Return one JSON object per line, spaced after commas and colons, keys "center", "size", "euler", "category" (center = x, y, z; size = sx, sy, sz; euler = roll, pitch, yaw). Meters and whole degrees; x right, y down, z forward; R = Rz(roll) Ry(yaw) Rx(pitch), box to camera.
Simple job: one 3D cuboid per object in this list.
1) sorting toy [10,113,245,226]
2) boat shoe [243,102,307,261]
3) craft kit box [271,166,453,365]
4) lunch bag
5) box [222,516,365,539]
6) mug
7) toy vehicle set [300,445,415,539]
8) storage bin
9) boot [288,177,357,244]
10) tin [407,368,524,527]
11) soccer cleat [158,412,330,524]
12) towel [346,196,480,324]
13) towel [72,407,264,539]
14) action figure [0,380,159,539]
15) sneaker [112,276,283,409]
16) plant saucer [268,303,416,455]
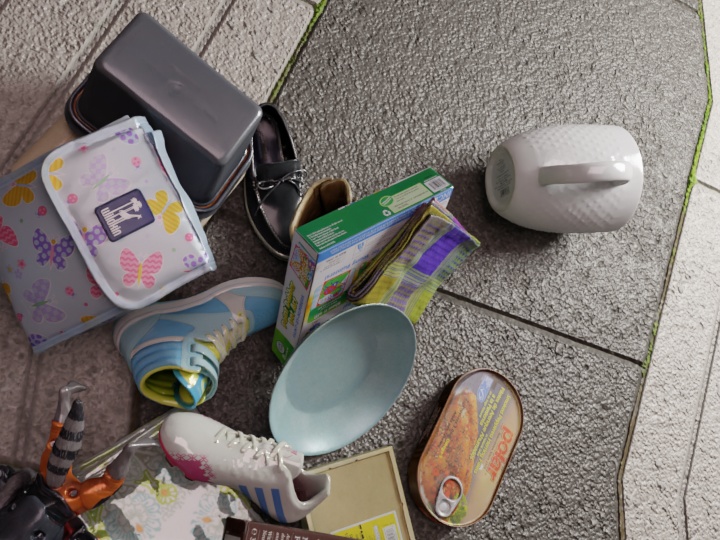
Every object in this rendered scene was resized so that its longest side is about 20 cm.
{"center": [-0.255, -0.115, 0.858], "size": [0.199, 0.036, 0.186], "euler": [39, 67, -7], "category": "sorting toy"}
{"center": [-0.104, -0.110, 0.926], "size": [0.074, 0.062, 0.203], "euler": [-9, 80, -26], "category": "boat shoe"}
{"center": [0.000, 0.000, 0.852], "size": [0.199, 0.199, 0.048], "euler": [-27, 57, -35], "category": "craft kit box"}
{"center": [-0.259, -0.038, 0.746], "size": [0.198, 0.127, 0.171], "euler": [-22, 98, 14], "category": "lunch bag"}
{"center": [-0.047, 0.322, 0.782], "size": [0.198, 0.075, 0.101], "euler": [18, 70, -24], "category": "box"}
{"center": [0.274, -0.124, 1.012], "size": [0.173, 0.200, 0.150], "euler": [-2, 93, -17], "category": "mug"}
{"center": [0.002, 0.316, 0.868], "size": [0.123, 0.026, 0.203], "euler": [-9, 79, -24], "category": "toy vehicle set"}
{"center": [-0.194, -0.174, 0.808], "size": [0.199, 0.134, 0.146], "euler": [39, 66, -13], "category": "storage bin"}
{"center": [-0.009, -0.059, 0.895], "size": [0.073, 0.156, 0.200], "euler": [36, 64, 22], "category": "boot"}
{"center": [0.132, 0.218, 0.945], "size": [0.111, 0.042, 0.201], "euler": [34, 65, -6], "category": "tin"}
{"center": [-0.111, 0.192, 0.780], "size": [0.200, 0.086, 0.070], "euler": [42, 28, -32], "category": "soccer cleat"}
{"center": [0.067, -0.003, 0.878], "size": [0.023, 0.200, 0.144], "euler": [43, 97, 25], "category": "towel"}
{"center": [-0.201, 0.260, 0.788], "size": [0.170, 0.048, 0.201], "euler": [-30, 88, -26], "category": "towel"}
{"center": [-0.307, 0.196, 0.697], "size": [0.199, 0.105, 0.195], "euler": [31, 80, 12], "category": "action figure"}
{"center": [-0.153, 0.083, 0.811], "size": [0.198, 0.080, 0.131], "euler": [-17, 41, -18], "category": "sneaker"}
{"center": [-0.025, 0.116, 0.858], "size": [0.199, 0.203, 0.039], "euler": [-23, 42, -27], "category": "plant saucer"}
